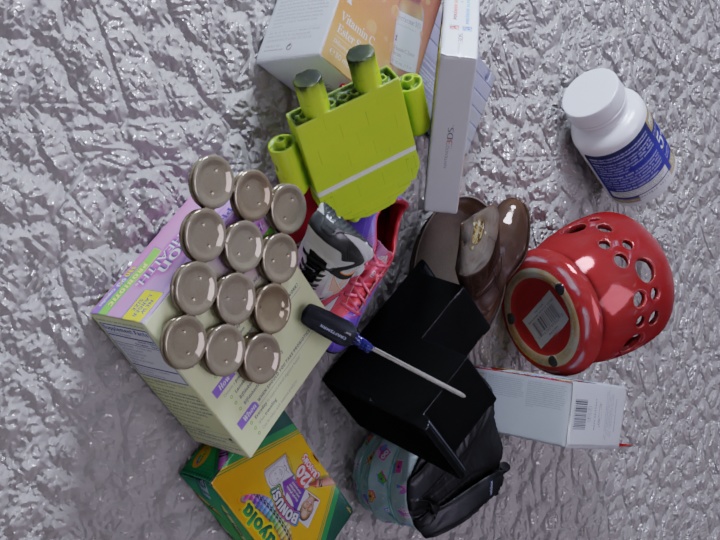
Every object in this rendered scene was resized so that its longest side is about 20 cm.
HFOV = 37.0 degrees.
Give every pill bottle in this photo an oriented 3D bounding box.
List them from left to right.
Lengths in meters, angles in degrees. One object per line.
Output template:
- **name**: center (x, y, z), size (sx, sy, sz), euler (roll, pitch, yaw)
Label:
- **pill bottle**: center (0.383, -0.201, 1.608), size (0.200, 0.118, 0.121), euler (45, 63, -40)

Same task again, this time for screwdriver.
- **screwdriver**: center (0.024, 0.092, 1.124), size (0.198, 0.028, 0.029), euler (33, 76, -10)

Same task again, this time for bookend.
- **bookend**: center (0.092, 0.107, 1.252), size (0.201, 0.197, 0.092), euler (-50, 124, -17)

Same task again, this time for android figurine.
- **android figurine**: center (-0.006, -0.134, 1.133), size (0.180, 0.041, 0.202), euler (-28, 135, -8)

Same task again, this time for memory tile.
- **memory tile**: center (-0.120, 0.002, 1.036), size (0.152, 0.017, 0.204), euler (15, 82, -47)

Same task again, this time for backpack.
- **backpack**: center (0.086, 0.235, 1.335), size (0.200, 0.125, 0.169), euler (-40, 120, -39)

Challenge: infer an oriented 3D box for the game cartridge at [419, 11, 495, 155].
- **game cartridge**: center (0.092, -0.248, 1.361), size (0.199, 0.038, 0.131), euler (38, 71, -42)

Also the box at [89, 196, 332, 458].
- **box**: center (-0.142, 0.053, 1.099), size (0.177, 0.096, 0.201), euler (-54, 129, -28)

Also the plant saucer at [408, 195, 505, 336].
- **plant saucer**: center (0.125, 0.003, 1.421), size (0.198, 0.032, 0.205), euler (-5, 98, -45)

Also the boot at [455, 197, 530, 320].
- **boot**: center (0.163, -0.046, 1.327), size (0.201, 0.063, 0.189), euler (64, 42, -64)

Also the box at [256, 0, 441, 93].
- **box**: center (-0.004, -0.287, 1.202), size (0.151, 0.105, 0.203), euler (29, 73, -43)

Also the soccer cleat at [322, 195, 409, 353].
- **soccer cleat**: center (0.000, 0.000, 1.258), size (0.068, 0.072, 0.203), euler (29, 73, -44)

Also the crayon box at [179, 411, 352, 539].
- **crayon box**: center (-0.100, 0.246, 1.189), size (0.119, 0.058, 0.201), euler (-52, 128, -30)

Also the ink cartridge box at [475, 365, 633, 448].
- **ink cartridge box**: center (0.246, 0.182, 1.444), size (0.174, 0.198, 0.086), euler (11, 86, -46)

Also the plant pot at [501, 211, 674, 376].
- **plant pot**: center (0.306, 0.035, 1.502), size (0.180, 0.199, 0.204), euler (-18, 107, -35)

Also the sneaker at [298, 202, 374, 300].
- **sneaker**: center (-0.036, -0.008, 1.136), size (0.080, 0.074, 0.200), euler (-44, 169, -11)

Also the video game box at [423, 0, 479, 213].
- **video game box**: center (0.103, -0.200, 1.209), size (0.184, 0.046, 0.202), euler (-78, 174, -48)

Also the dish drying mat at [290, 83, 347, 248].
- **dish drying mat**: center (-0.024, -0.109, 1.184), size (0.076, 0.018, 0.202), euler (3, 125, -34)
